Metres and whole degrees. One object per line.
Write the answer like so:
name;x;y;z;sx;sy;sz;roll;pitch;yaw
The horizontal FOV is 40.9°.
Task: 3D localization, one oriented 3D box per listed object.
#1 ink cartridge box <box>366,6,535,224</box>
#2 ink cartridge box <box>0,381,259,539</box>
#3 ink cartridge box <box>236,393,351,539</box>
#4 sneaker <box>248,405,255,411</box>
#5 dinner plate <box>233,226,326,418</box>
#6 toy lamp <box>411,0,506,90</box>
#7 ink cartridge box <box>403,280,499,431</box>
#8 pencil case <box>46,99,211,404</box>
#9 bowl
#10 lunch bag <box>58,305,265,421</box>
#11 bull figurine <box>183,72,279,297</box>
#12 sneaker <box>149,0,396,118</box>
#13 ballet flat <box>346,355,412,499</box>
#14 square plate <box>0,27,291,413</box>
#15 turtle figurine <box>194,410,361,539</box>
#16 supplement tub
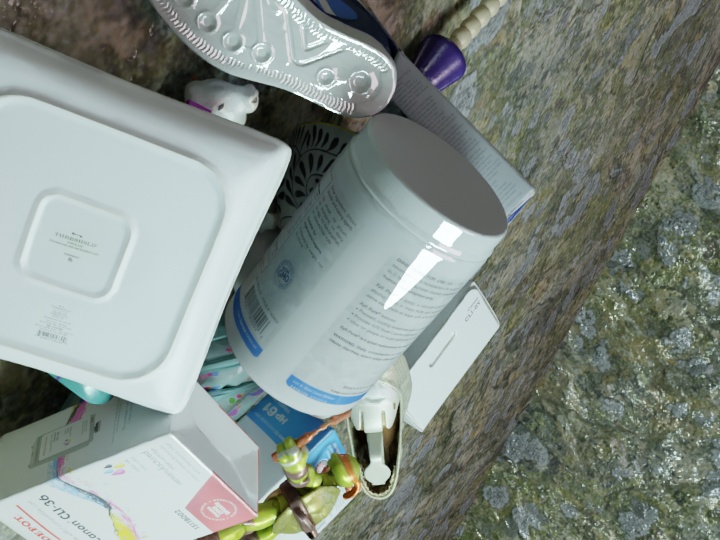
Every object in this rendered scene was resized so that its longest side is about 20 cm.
ink cartridge box;0.052;-0.104;0.837;0.041;0.200;0.200;-40;173;-9
ink cartridge box;-0.188;0.158;0.712;0.199;0.068;0.117;-23;130;16
ink cartridge box;-0.106;0.227;0.916;0.200;0.084;0.145;-44;148;-18
sneaker;-0.178;0.177;0.953;0.200;0.078;0.091;-46;146;-38
dinner plate;-0.057;0.035;0.872;0.024;0.202;0.200;-23;164;15
toy lamp;0.119;-0.258;1.018;0.200;0.058;0.058;-48;157;-23
ink cartridge box;0.024;0.056;1.020;0.146;0.199;0.084;-52;135;-12
pencil case;-0.148;-0.011;0.648;0.085;0.093;0.200;29;106;-42
bowl;-0.006;-0.028;0.850;0.095;0.200;0.201;-56;159;-18
lunch bag;-0.155;0.101;0.824;0.160;0.077;0.200;-46;165;25
bull figurine;-0.127;-0.050;0.729;0.121;0.065;0.201;32;99;-39
sneaker;-0.067;-0.189;0.689;0.199;0.147;0.081;26;112;-25
ballet flat;0.017;0.138;0.889;0.063;0.067;0.201;-90;174;-47
square plate;-0.166;-0.018;0.573;0.199;0.198;0.028;-65;-162;17
turtle figurine;-0.059;0.198;0.801;0.160;0.065;0.200;-30;156;-9
supplement tub;0.000;0.000;0.718;0.200;0.132;0.132;-49;164;27
